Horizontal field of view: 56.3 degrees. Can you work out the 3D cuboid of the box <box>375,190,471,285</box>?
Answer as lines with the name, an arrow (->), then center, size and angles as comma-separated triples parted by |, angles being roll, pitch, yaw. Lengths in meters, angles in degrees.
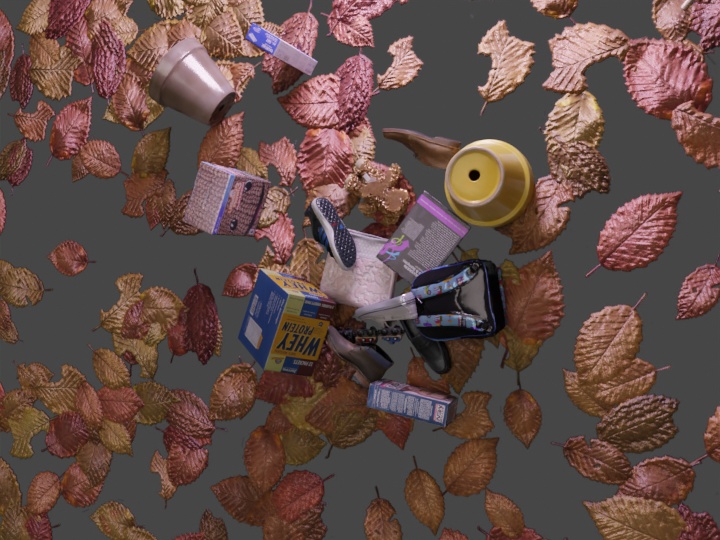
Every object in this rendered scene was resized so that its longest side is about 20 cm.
box -> 0.151, -0.068, 1.618 | 0.143, 0.036, 0.200 | 39, 99, 7

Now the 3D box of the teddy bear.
teddy bear -> 0.045, -0.201, 1.670 | 0.199, 0.067, 0.146 | 20, 89, 27

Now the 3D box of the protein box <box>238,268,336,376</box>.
protein box -> -0.188, 0.127, 1.678 | 0.200, 0.134, 0.200 | 33, 106, 56

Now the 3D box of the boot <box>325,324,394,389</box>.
boot -> -0.006, 0.192, 1.677 | 0.097, 0.075, 0.200 | -38, 99, 13

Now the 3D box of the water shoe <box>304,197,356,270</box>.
water shoe -> -0.074, -0.085, 1.694 | 0.079, 0.071, 0.201 | -34, 76, 49

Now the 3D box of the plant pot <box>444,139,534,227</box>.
plant pot -> 0.274, -0.200, 1.500 | 0.199, 0.189, 0.203 | 0, 90, 22

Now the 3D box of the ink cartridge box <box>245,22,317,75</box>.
ink cartridge box -> -0.194, -0.550, 1.681 | 0.094, 0.200, 0.044 | 36, 104, 18

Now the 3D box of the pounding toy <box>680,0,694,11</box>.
pounding toy -> 0.753, -0.617, 1.306 | 0.141, 0.200, 0.186 | 6, 93, -6

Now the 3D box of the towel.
towel -> 0.000, 0.000, 1.702 | 0.199, 0.032, 0.193 | 14, 96, 23

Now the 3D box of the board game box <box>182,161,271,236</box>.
board game box -> -0.343, -0.181, 1.750 | 0.096, 0.200, 0.161 | 23, 100, 20

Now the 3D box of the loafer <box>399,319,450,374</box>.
loafer -> 0.148, 0.162, 1.622 | 0.068, 0.070, 0.201 | -35, 78, 20

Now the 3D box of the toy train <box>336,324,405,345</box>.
toy train -> 0.021, 0.166, 1.693 | 0.199, 0.034, 0.046 | -6, 104, 25

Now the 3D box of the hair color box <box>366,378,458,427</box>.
hair color box -> 0.126, 0.315, 1.618 | 0.199, 0.100, 0.061 | 11, 94, 22

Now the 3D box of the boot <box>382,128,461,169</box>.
boot -> 0.138, -0.297, 1.622 | 0.199, 0.074, 0.076 | 19, 108, 19

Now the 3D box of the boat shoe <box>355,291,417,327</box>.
boat shoe -> 0.058, 0.105, 1.595 | 0.200, 0.073, 0.067 | -22, 84, 55

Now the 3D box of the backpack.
backpack -> 0.223, 0.073, 1.555 | 0.199, 0.134, 0.184 | -12, 86, 30

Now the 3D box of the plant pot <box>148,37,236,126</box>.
plant pot -> -0.436, -0.487, 1.806 | 0.173, 0.200, 0.200 | 39, 105, -1
